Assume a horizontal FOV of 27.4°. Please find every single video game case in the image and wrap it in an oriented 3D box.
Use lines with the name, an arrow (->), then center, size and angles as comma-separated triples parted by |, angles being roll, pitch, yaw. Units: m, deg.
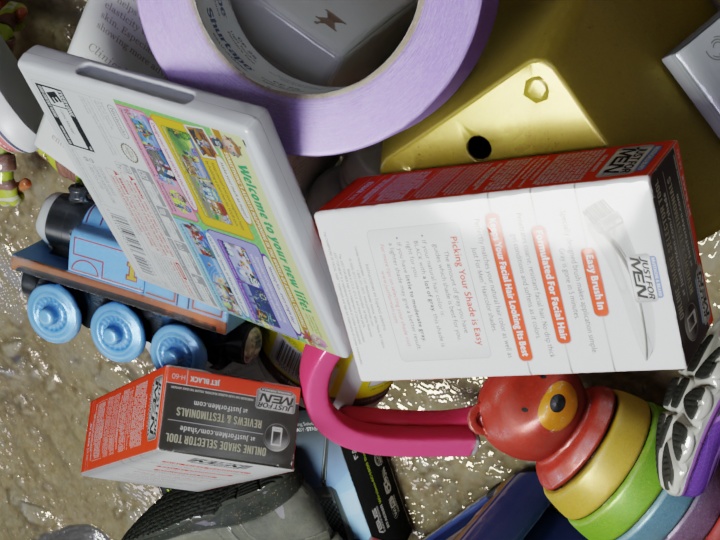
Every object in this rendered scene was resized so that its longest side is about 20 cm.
video game case -> -0.100, -0.040, 0.890 | 0.181, 0.022, 0.200 | 19, 148, 32

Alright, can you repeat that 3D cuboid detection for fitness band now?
fitness band -> 0.052, 0.070, 1.041 | 0.199, 0.037, 0.144 | 4, 128, -24

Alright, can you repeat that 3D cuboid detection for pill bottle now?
pill bottle -> 0.000, 0.000, 1.061 | 0.109, 0.109, 0.201 | 30, 125, 11

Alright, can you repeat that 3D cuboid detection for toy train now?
toy train -> -0.160, 0.006, 1.080 | 0.199, 0.087, 0.115 | 17, 111, 18

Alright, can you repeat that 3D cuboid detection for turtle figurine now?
turtle figurine -> -0.259, -0.131, 1.124 | 0.161, 0.064, 0.201 | 19, 109, 35

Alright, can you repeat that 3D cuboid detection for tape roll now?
tape roll -> -0.023, -0.167, 0.828 | 0.199, 0.066, 0.201 | 3, 101, 13

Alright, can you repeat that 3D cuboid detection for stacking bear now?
stacking bear -> 0.169, 0.129, 1.018 | 0.200, 0.122, 0.114 | 35, 170, -8

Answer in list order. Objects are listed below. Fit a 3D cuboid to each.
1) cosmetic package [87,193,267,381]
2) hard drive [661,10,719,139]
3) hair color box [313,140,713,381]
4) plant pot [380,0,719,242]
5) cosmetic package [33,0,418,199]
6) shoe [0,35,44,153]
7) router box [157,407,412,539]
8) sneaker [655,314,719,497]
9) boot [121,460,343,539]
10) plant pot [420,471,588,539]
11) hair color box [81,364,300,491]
cosmetic package -> -0.136, 0.004, 1.157 | 0.101, 0.074, 0.200 | -25, 103, 33
hard drive -> 0.287, -0.085, 0.868 | 0.200, 0.132, 0.027 | 52, 170, -5
hair color box -> 0.085, -0.002, 0.827 | 0.199, 0.064, 0.111 | -4, 112, 30
plant pot -> 0.127, -0.072, 0.916 | 0.200, 0.176, 0.200 | -32, 98, 36
cosmetic package -> -0.084, -0.141, 0.996 | 0.167, 0.166, 0.200 | 37, 127, 5
shoe -> -0.296, -0.133, 1.064 | 0.091, 0.071, 0.200 | -39, 56, 6
router box -> -0.072, 0.170, 1.216 | 0.199, 0.062, 0.150 | -8, 110, 30
sneaker -> 0.257, 0.062, 0.938 | 0.083, 0.081, 0.200 | 32, 91, -1
boot -> -0.093, 0.230, 1.182 | 0.199, 0.068, 0.131 | -22, 109, 35
plant pot -> 0.104, 0.280, 1.105 | 0.180, 0.200, 0.200 | 50, 127, 3
hair color box -> -0.127, 0.118, 1.067 | 0.101, 0.062, 0.200 | 12, 164, -23
